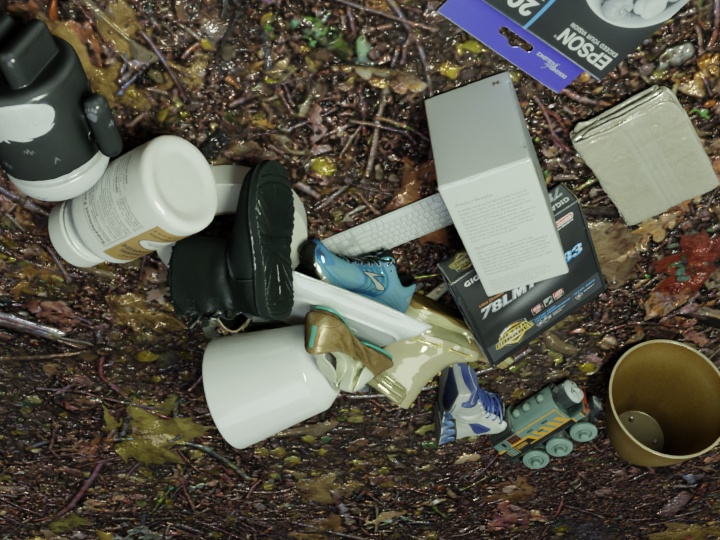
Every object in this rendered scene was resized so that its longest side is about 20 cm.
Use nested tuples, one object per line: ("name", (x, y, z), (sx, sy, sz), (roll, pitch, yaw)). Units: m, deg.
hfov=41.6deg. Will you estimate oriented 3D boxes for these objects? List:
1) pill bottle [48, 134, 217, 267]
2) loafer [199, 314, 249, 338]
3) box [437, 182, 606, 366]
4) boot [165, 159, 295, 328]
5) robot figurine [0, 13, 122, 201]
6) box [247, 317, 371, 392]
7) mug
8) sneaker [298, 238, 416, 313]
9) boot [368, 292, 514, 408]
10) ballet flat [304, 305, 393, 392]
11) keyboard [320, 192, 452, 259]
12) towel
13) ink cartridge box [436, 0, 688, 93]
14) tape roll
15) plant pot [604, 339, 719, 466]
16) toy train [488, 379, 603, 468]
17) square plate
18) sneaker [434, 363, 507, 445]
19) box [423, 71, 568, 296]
("pill bottle", (-0.272, -0.072, 1.109), (0.198, 0.116, 0.114), (-19, 139, 35))
("loafer", (-0.172, 0.050, 1.251), (0.071, 0.064, 0.200), (10, 147, -23))
("box", (0.221, 0.010, 1.266), (0.199, 0.050, 0.199), (-33, 137, -2))
("boot", (-0.159, -0.029, 1.139), (0.161, 0.202, 0.073), (2, -174, 35))
("robot figurine", (-0.340, -0.169, 1.006), (0.124, 0.151, 0.201), (-28, 140, -15))
("box", (-0.071, 0.117, 1.408), (0.197, 0.045, 0.161), (2, 137, -8))
("mug", (-0.109, 0.131, 1.268), (0.151, 0.188, 0.150), (-18, 124, 14))
("sneaker", (0.000, 0.000, 1.257), (0.199, 0.078, 0.090), (31, 96, -42))
("boot", (0.114, 0.137, 1.386), (0.198, 0.073, 0.157), (26, 105, -26))
("ballet flat", (-0.019, 0.112, 1.207), (0.067, 0.073, 0.200), (9, 161, 27))
("keyboard", (0.027, -0.048, 1.258), (0.198, 0.011, 0.056), (-22, 136, 17))
("towel", (0.353, -0.139, 1.172), (0.131, 0.035, 0.200), (-25, 136, 23))
("ink cartridge box", (0.216, -0.283, 0.991), (0.196, 0.044, 0.200), (24, 132, -29))
("tape roll", (-0.166, -0.051, 1.218), (0.199, 0.037, 0.204), (-3, 139, -2))
("plant pot", (0.468, 0.239, 1.515), (0.183, 0.189, 0.201), (-3, 152, -2))
("toy train", (0.305, 0.255, 1.577), (0.113, 0.086, 0.200), (34, 126, -24))
("square plate", (-0.032, 0.062, 1.238), (0.198, 0.029, 0.198), (22, 162, -15))
("sneaker", (0.184, 0.211, 1.523), (0.113, 0.081, 0.201), (-4, 146, -7))
("box", (0.160, -0.098, 1.109), (0.105, 0.154, 0.201), (-17, 137, 14))
